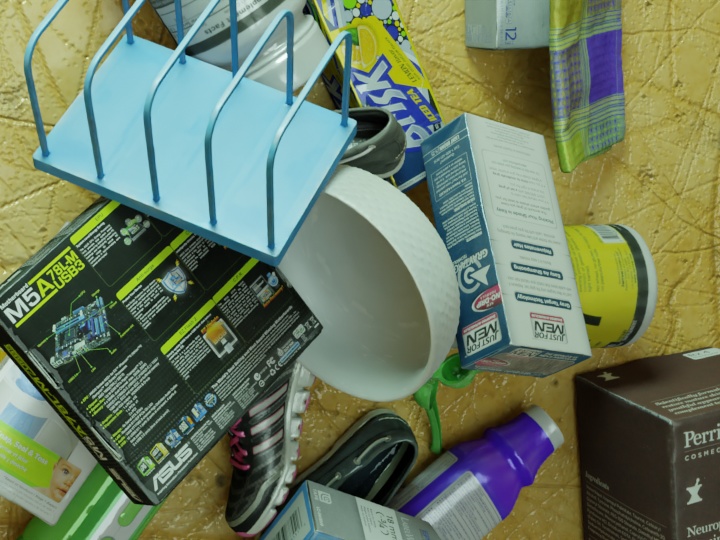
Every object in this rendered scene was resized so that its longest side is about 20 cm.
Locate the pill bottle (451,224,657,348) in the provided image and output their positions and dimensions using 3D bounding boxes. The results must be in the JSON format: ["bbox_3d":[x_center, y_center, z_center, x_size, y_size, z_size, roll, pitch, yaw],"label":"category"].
[{"bbox_3d":[0.155,0.017,1.207,0.198,0.114,0.115,-2,101,-22],"label":"pill bottle"}]

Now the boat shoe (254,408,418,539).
[{"bbox_3d":[-0.022,0.212,1.198,0.200,0.062,0.073,-49,117,-6],"label":"boat shoe"}]

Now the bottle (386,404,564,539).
[{"bbox_3d":[0.101,0.204,1.248,0.200,0.065,0.084,-39,118,-12],"label":"bottle"}]

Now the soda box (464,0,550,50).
[{"bbox_3d":[0.132,-0.294,1.162,0.068,0.063,0.202,-7,103,-22],"label":"soda box"}]

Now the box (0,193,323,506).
[{"bbox_3d":[-0.151,0.037,0.999,0.200,0.047,0.194,-47,107,-28],"label":"box"}]

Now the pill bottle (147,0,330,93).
[{"bbox_3d":[-0.112,-0.231,1.044,0.114,0.114,0.201,-38,113,-12],"label":"pill bottle"}]

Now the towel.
[{"bbox_3d":[0.204,-0.196,1.194,0.143,0.023,0.202,-24,116,-56],"label":"towel"}]

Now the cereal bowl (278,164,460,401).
[{"bbox_3d":[0.000,0.000,1.065,0.083,0.199,0.201,-41,115,-39],"label":"cereal bowl"}]

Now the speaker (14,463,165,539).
[{"bbox_3d":[-0.207,0.186,1.100,0.088,0.088,0.201,38,85,-24],"label":"speaker"}]

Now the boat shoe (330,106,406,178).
[{"bbox_3d":[-0.062,-0.103,1.083,0.198,0.057,0.067,-5,64,5],"label":"boat shoe"}]

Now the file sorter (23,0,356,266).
[{"bbox_3d":[-0.117,-0.123,0.945,0.199,0.123,0.139,22,58,11],"label":"file sorter"}]

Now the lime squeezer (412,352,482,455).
[{"bbox_3d":[0.087,0.106,1.178,0.071,0.200,0.038,42,47,1],"label":"lime squeezer"}]

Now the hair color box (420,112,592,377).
[{"bbox_3d":[0.117,-0.019,1.091,0.100,0.060,0.202,10,61,-39],"label":"hair color box"}]

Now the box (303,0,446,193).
[{"bbox_3d":[0.009,-0.169,1.135,0.070,0.064,0.201,-30,110,-15],"label":"box"}]

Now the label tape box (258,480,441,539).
[{"bbox_3d":[0.000,0.278,1.166,0.199,0.063,0.145,24,117,-28],"label":"label tape box"}]

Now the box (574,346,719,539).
[{"bbox_3d":[0.319,0.199,1.284,0.165,0.164,0.202,-11,104,-20],"label":"box"}]

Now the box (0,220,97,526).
[{"bbox_3d":[-0.236,0.077,1.059,0.112,0.101,0.201,37,85,-25],"label":"box"}]

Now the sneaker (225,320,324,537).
[{"bbox_3d":[-0.096,0.125,1.146,0.087,0.074,0.202,14,90,-25],"label":"sneaker"}]
